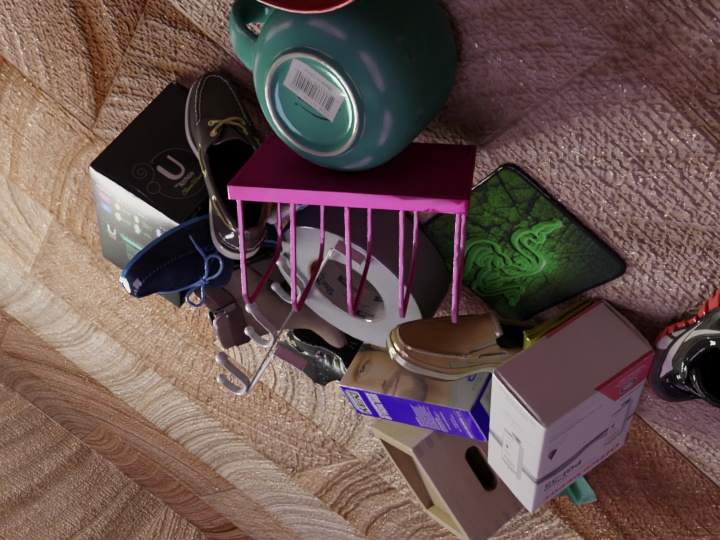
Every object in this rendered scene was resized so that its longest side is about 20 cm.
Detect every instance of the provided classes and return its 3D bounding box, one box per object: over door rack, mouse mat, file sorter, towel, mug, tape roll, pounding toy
[{"bbox_3d":[-0.088,0.049,0.945,0.066,0.149,0.200,35,153,-13],"label":"over door rack"},{"bbox_3d":[0.153,-0.019,0.887,0.160,0.008,0.200,39,151,-8],"label":"mouse mat"},{"bbox_3d":[-0.001,-0.037,0.781,0.197,0.139,0.127,4,117,8],"label":"file sorter"},{"bbox_3d":[0.203,0.108,0.948,0.018,0.085,0.201,47,157,33],"label":"towel"},{"bbox_3d":[-0.025,-0.158,0.716,0.183,0.115,0.153,0,124,35],"label":"mug"},{"bbox_3d":[0.000,0.000,0.998,0.199,0.066,0.201,26,150,16],"label":"tape roll"},{"bbox_3d":[0.138,0.255,1.157,0.201,0.142,0.184,57,165,-11],"label":"pounding toy"}]

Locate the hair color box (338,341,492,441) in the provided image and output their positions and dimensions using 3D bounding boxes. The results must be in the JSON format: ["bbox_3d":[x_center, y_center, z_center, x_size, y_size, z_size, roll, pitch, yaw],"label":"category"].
[{"bbox_3d":[0.083,0.131,1.067,0.198,0.110,0.065,3,139,40],"label":"hair color box"}]

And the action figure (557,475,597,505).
[{"bbox_3d":[0.214,0.205,1.102,0.118,0.055,0.201,-9,122,52],"label":"action figure"}]

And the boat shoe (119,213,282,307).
[{"bbox_3d":[-0.153,-0.017,0.899,0.069,0.199,0.084,50,139,10],"label":"boat shoe"}]

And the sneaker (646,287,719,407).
[{"bbox_3d":[0.313,0.087,0.794,0.070,0.098,0.201,29,151,4],"label":"sneaker"}]

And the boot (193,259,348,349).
[{"bbox_3d":[-0.116,0.054,1.104,0.201,0.145,0.070,62,168,-26],"label":"boot"}]

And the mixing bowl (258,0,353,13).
[{"bbox_3d":[-0.042,-0.290,0.585,0.198,0.109,0.201,25,149,16],"label":"mixing bowl"}]

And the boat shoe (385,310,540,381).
[{"bbox_3d":[0.124,0.070,0.926,0.198,0.072,0.076,3,140,-29],"label":"boat shoe"}]

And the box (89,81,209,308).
[{"bbox_3d":[-0.214,-0.082,1.008,0.124,0.149,0.201,32,150,7],"label":"box"}]

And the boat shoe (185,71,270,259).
[{"bbox_3d":[-0.129,-0.116,0.873,0.061,0.071,0.204,134,125,-61],"label":"boat shoe"}]

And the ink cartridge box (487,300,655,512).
[{"bbox_3d":[0.214,0.147,0.911,0.083,0.146,0.201,48,161,33],"label":"ink cartridge box"}]

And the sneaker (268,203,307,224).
[{"bbox_3d":[-0.049,-0.109,0.883,0.075,0.077,0.200,36,147,-2],"label":"sneaker"}]

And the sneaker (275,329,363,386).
[{"bbox_3d":[-0.037,0.129,1.234,0.198,0.060,0.105,29,149,19],"label":"sneaker"}]
